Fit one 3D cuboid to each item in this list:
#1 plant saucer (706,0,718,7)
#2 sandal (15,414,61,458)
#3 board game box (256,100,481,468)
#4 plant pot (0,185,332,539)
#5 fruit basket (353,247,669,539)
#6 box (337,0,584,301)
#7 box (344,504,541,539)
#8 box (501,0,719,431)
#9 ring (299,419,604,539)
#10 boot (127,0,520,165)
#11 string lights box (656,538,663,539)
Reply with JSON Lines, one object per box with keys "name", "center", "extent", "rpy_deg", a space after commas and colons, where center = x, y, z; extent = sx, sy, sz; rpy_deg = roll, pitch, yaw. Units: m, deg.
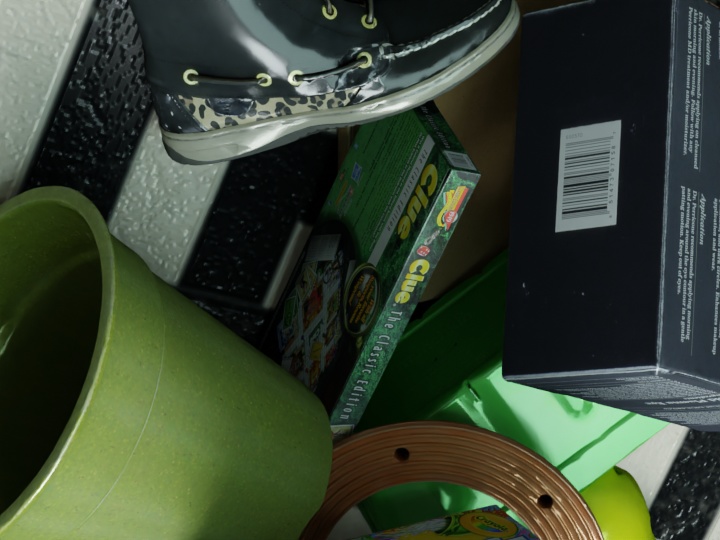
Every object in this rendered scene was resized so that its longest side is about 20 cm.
{"name": "plant saucer", "center": [0.178, -0.059, 1.327], "extent": [0.200, 0.032, 0.201], "rpy_deg": [2, 88, -43]}
{"name": "sandal", "center": [-0.157, 0.141, 1.297], "extent": [0.200, 0.055, 0.082], "rpy_deg": [27, 68, -20]}
{"name": "board game box", "center": [0.000, 0.000, 1.252], "extent": [0.023, 0.105, 0.200], "rpy_deg": [11, 121, -27]}
{"name": "plant pot", "center": [-0.120, 0.084, 1.203], "extent": [0.190, 0.200, 0.200], "rpy_deg": [27, 101, -35]}
{"name": "fruit basket", "center": [0.101, 0.116, 1.342], "extent": [0.215, 0.156, 0.216], "rpy_deg": [-8, 118, -15]}
{"name": "box", "center": [0.065, -0.079, 1.314], "extent": [0.163, 0.021, 0.201], "rpy_deg": [-11, 119, -20]}
{"name": "box", "center": [0.029, 0.221, 1.138], "extent": [0.192, 0.200, 0.122], "rpy_deg": [-11, 107, -19]}
{"name": "box", "center": [0.174, -0.026, 1.215], "extent": [0.182, 0.104, 0.201], "rpy_deg": [16, 73, -44]}
{"name": "ring", "center": [0.041, 0.172, 1.275], "extent": [0.200, 0.019, 0.201], "rpy_deg": [2, 113, 5]}
{"name": "boot", "center": [-0.030, -0.151, 1.183], "extent": [0.203, 0.074, 0.154], "rpy_deg": [-19, 122, 5]}
{"name": "string lights box", "center": [0.136, 0.251, 1.418], "extent": [0.059, 0.200, 0.103], "rpy_deg": [12, 116, 14]}
